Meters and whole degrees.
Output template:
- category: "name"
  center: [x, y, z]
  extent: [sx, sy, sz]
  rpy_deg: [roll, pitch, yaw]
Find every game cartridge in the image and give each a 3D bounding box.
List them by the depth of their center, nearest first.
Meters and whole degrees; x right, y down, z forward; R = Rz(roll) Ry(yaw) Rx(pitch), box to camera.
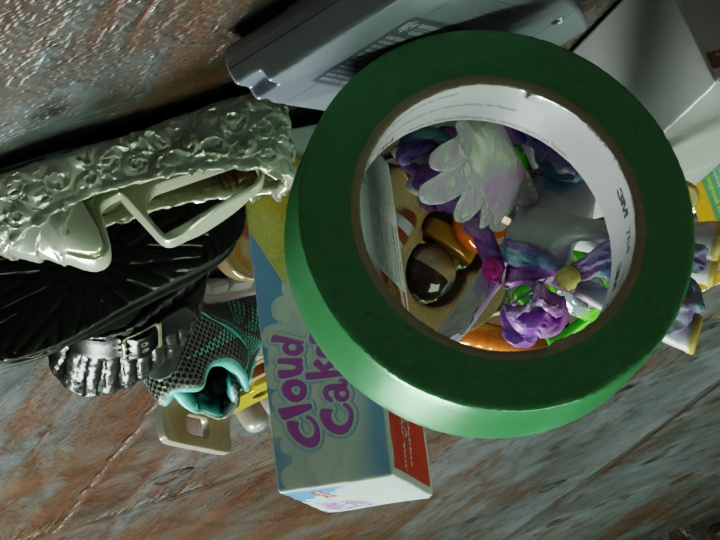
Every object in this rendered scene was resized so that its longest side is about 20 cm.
- category: "game cartridge"
  center: [0.033, -0.125, 1.458]
  extent: [0.133, 0.041, 0.200]
  rpy_deg: [-26, 167, 25]

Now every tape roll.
- category: "tape roll"
  center: [0.064, -0.019, 1.410]
  extent: [0.200, 0.201, 0.048]
  rpy_deg: [-19, 164, -17]

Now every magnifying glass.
- category: "magnifying glass"
  center: [0.046, 0.037, 1.875]
  extent: [0.200, 0.022, 0.080]
  rpy_deg: [10, -176, 3]

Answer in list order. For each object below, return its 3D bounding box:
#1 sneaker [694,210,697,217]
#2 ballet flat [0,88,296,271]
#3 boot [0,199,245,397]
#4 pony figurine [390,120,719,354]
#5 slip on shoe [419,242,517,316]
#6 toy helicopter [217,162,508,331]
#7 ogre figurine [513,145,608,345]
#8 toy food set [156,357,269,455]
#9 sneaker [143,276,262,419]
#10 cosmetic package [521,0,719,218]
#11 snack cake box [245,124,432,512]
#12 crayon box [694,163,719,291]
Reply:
- category: "sneaker"
  center: [0.260, -0.091, 1.801]
  extent: [0.200, 0.079, 0.074]
  rpy_deg: [-19, -178, 39]
- category: "ballet flat"
  center: [-0.122, -0.038, 1.466]
  extent: [0.200, 0.072, 0.072]
  rpy_deg: [-20, 166, -12]
- category: "boot"
  center: [-0.167, 0.023, 1.584]
  extent: [0.211, 0.080, 0.158]
  rpy_deg: [-18, 165, -24]
- category: "pony figurine"
  center: [0.097, -0.016, 1.572]
  extent: [0.193, 0.200, 0.167]
  rpy_deg: [-60, 164, -64]
- category: "slip on shoe"
  center: [0.039, -0.007, 1.844]
  extent: [0.061, 0.074, 0.200]
  rpy_deg: [5, 175, 29]
- category: "toy helicopter"
  center: [0.000, 0.000, 1.711]
  extent: [0.200, 0.132, 0.079]
  rpy_deg: [6, -175, -30]
- category: "ogre figurine"
  center: [0.137, -0.021, 1.831]
  extent: [0.098, 0.120, 0.200]
  rpy_deg: [-22, 167, -5]
- category: "toy food set"
  center: [-0.037, 0.079, 2.041]
  extent: [0.200, 0.060, 0.143]
  rpy_deg: [-27, 166, 13]
- category: "sneaker"
  center: [-0.096, 0.052, 1.783]
  extent: [0.078, 0.091, 0.200]
  rpy_deg: [-28, 166, 21]
- category: "cosmetic package"
  center: [0.183, -0.109, 1.657]
  extent: [0.107, 0.090, 0.200]
  rpy_deg: [-15, 161, -32]
- category: "snack cake box"
  center: [-0.013, 0.028, 1.587]
  extent: [0.067, 0.200, 0.115]
  rpy_deg: [-9, 168, 9]
- category: "crayon box"
  center: [0.260, -0.078, 1.710]
  extent: [0.052, 0.126, 0.200]
  rpy_deg: [-14, 170, -35]
